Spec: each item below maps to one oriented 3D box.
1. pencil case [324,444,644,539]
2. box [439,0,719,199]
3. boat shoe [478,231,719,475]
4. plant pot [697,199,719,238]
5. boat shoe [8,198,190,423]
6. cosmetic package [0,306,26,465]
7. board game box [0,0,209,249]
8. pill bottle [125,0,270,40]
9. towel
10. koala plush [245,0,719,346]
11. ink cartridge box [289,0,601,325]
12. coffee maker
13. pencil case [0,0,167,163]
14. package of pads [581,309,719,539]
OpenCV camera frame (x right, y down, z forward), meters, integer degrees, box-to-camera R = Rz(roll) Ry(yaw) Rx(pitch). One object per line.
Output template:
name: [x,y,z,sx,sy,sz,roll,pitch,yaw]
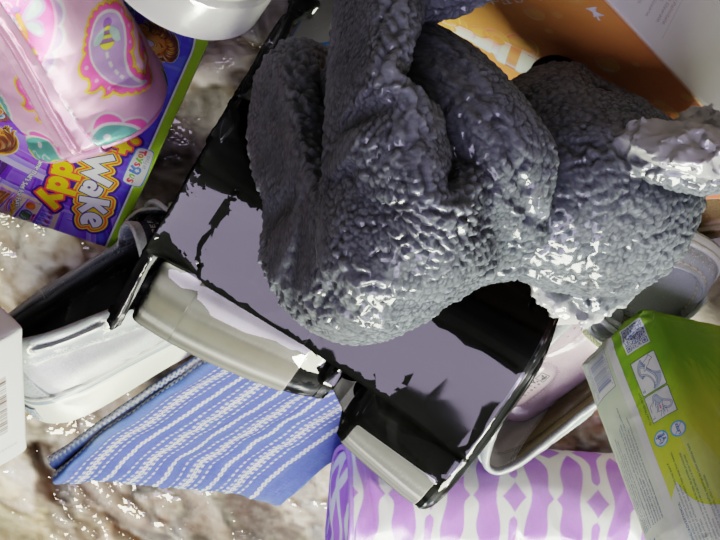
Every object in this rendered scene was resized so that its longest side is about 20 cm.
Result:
pencil case: [0.077,0.146,1.652,0.199,0.084,0.086,5,111,-8]
box: [0.120,-0.129,1.326,0.124,0.098,0.200,-2,143,50]
boat shoe: [0.130,0.044,1.566,0.074,0.065,0.202,25,136,-27]
plant pot: [0.174,-0.085,1.480,0.199,0.028,0.200,3,132,3]
boat shoe: [-0.107,0.003,1.508,0.201,0.070,0.072,-34,129,-10]
cosmetic package: [-0.267,0.022,1.505,0.071,0.200,0.102,-30,144,-30]
board game box: [-0.159,-0.112,1.469,0.134,0.045,0.200,17,132,-12]
pill bottle: [-0.046,-0.209,1.318,0.119,0.120,0.200,22,131,-16]
towel: [-0.065,0.091,1.602,0.145,0.024,0.200,-35,154,30]
koala plush: [0.068,-0.040,1.252,0.200,0.184,0.177,12,145,-21]
ink cartridge box: [0.056,-0.064,1.457,0.115,0.068,0.200,-3,131,30]
coffee maker: [0.000,0.000,1.398,0.200,0.135,0.192,30,138,-4]
pencil case: [-0.172,-0.142,1.353,0.087,0.088,0.200,-17,131,19]
package of pads: [0.224,0.112,1.526,0.200,0.155,0.068,11,139,-41]
